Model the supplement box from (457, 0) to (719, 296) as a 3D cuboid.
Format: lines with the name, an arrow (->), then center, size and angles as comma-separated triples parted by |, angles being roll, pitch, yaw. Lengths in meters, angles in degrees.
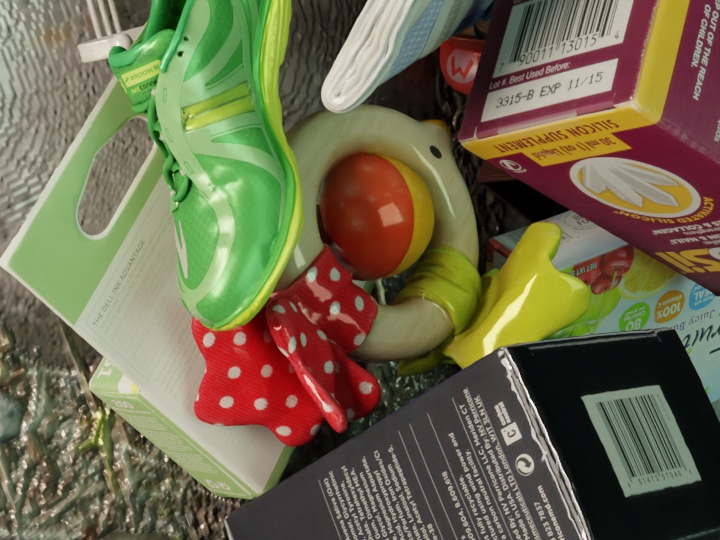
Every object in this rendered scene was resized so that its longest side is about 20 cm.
supplement box -> 0.170, -0.074, 0.916 | 0.200, 0.131, 0.103 | 27, 69, -30

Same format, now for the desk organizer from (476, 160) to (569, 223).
desk organizer -> 0.165, -0.043, 1.107 | 0.200, 0.072, 0.077 | 34, 68, -37

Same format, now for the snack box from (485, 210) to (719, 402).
snack box -> 0.161, 0.024, 1.050 | 0.200, 0.053, 0.143 | -19, 128, -29

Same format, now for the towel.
towel -> 0.054, -0.154, 0.865 | 0.024, 0.147, 0.200 | 35, 27, 8

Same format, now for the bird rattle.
bird rattle -> 0.000, 0.000, 0.894 | 0.200, 0.113, 0.164 | -6, 79, -30

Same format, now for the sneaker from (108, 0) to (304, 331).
sneaker -> -0.075, -0.070, 0.808 | 0.083, 0.074, 0.201 | 6, 75, -37

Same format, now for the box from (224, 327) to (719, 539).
box -> 0.060, 0.118, 0.864 | 0.148, 0.200, 0.105 | -2, 65, -51

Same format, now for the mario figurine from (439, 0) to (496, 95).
mario figurine -> 0.085, -0.195, 1.004 | 0.106, 0.123, 0.201 | 17, 97, -4

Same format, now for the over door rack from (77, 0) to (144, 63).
over door rack -> -0.069, -0.197, 0.898 | 0.200, 0.067, 0.148 | -24, 105, -41

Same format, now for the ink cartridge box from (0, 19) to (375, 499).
ink cartridge box -> -0.085, -0.001, 0.880 | 0.200, 0.048, 0.146 | 45, 60, -35
